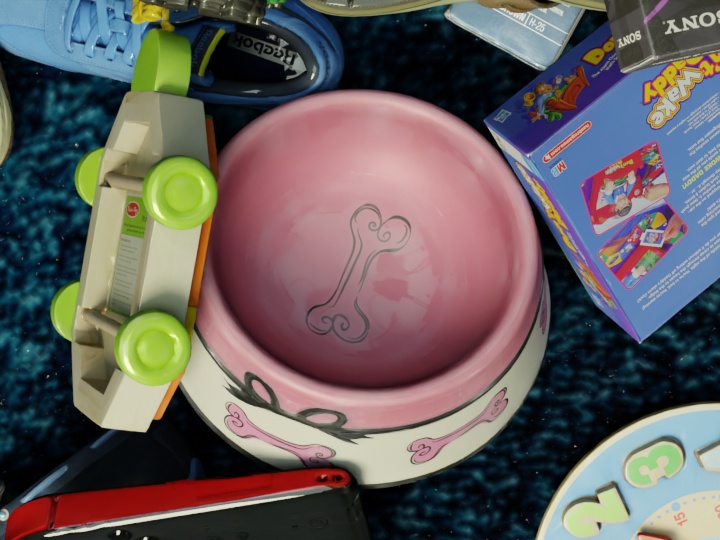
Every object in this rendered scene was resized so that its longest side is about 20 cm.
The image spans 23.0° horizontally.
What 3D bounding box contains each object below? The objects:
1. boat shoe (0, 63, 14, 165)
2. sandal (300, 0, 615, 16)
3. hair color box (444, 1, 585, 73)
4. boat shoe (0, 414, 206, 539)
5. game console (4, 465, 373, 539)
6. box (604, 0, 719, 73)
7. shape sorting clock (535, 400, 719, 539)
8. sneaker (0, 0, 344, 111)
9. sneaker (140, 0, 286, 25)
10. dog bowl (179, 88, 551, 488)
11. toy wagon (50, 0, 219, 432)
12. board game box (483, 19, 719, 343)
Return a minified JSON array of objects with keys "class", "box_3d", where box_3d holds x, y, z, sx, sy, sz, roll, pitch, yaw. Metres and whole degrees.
[{"class":"boat shoe","box_3d":[-0.251,-0.133,0.894,0.075,0.075,0.203,-27,92,36]},{"class":"sandal","box_3d":[0.063,-0.150,0.786,0.200,0.057,0.080,-2,85,-3]},{"class":"hair color box","box_3d":[0.114,-0.198,0.856,0.060,0.100,0.200,29,100,0]},{"class":"boat shoe","box_3d":[-0.180,0.142,0.952,0.200,0.084,0.069,-28,73,-11]},{"class":"game console","box_3d":[-0.077,0.163,0.901,0.176,0.200,0.031,-5,56,5]},{"class":"box","box_3d":[0.159,-0.196,0.762,0.143,0.036,0.201,-14,92,-18]},{"class":"shape sorting clock","box_3d":[0.190,0.169,0.944,0.199,0.039,0.201,1,100,4]},{"class":"sneaker","box_3d":[-0.106,-0.124,0.895,0.199,0.078,0.066,12,102,3]},{"class":"sneaker","box_3d":[-0.061,-0.167,0.822,0.078,0.200,0.085,12,102,-8]},{"class":"dog bowl","box_3d":[0.000,0.000,0.859,0.199,0.074,0.201,2,65,-4]},{"class":"toy wagon","box_3d":[-0.102,-0.029,0.829,0.039,0.155,0.201,10,92,-22]},{"class":"board game box","box_3d":[0.174,-0.079,0.849,0.200,0.045,0.135,-38,126,-4]}]
